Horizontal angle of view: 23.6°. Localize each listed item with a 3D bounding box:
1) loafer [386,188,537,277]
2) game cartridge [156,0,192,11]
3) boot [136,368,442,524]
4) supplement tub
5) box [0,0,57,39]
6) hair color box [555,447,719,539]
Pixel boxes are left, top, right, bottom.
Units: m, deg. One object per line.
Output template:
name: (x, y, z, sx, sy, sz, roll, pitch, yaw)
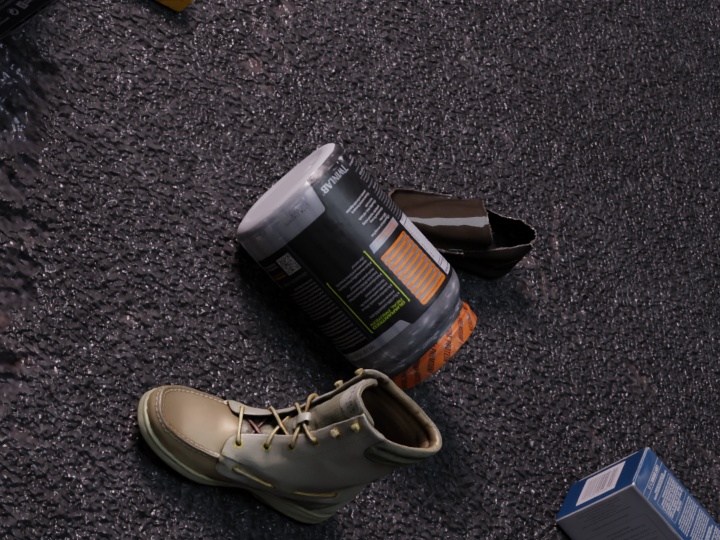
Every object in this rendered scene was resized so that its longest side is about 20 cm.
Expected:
loafer: (0.090, -0.046, 1.637, 0.200, 0.071, 0.073, 8, 59, -42)
game cartridge: (-0.220, -0.351, 1.558, 0.176, 0.032, 0.200, 25, 48, -32)
boot: (-0.054, 0.119, 1.319, 0.200, 0.155, 0.072, 29, 47, -29)
supplement tub: (0.000, 0.000, 1.478, 0.200, 0.123, 0.123, 48, 41, -11)
box: (-0.323, -0.300, 1.343, 0.200, 0.104, 0.148, 28, 58, -32)
hair color box: (0.287, 0.269, 1.607, 0.200, 0.100, 0.061, 49, 39, -10)
